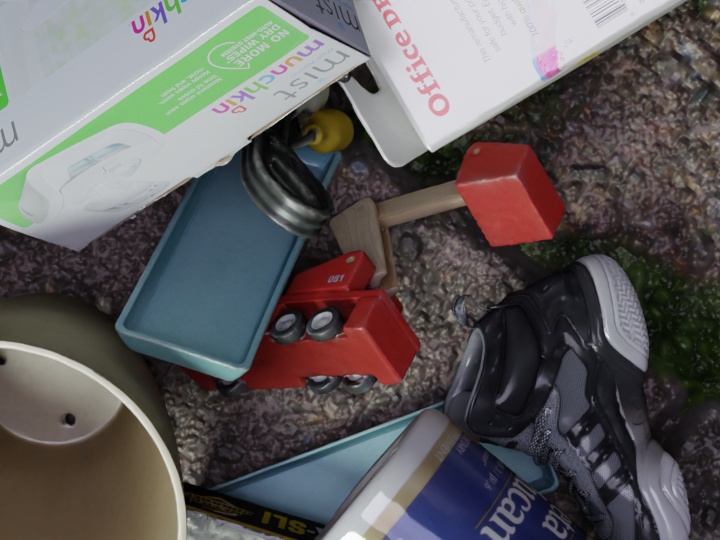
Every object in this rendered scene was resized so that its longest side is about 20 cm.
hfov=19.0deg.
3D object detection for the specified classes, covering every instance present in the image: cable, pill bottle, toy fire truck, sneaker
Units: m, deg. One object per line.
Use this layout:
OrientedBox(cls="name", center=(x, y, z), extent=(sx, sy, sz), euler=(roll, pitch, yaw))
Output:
OrientedBox(cls="cable", center=(-0.045, -0.079, 1.118), extent=(0.097, 0.200, 0.050), euler=(40, 100, -11))
OrientedBox(cls="pill bottle", center=(0.078, 0.175, 1.120), extent=(0.200, 0.111, 0.111), euler=(40, 98, 1))
OrientedBox(cls="toy fire truck", center=(0.000, 0.000, 1.175), extent=(0.199, 0.141, 0.049), euler=(-4, 133, 38))
OrientedBox(cls="sneaker", center=(0.108, 0.098, 1.171), extent=(0.113, 0.075, 0.201), euler=(-11, 88, -12))

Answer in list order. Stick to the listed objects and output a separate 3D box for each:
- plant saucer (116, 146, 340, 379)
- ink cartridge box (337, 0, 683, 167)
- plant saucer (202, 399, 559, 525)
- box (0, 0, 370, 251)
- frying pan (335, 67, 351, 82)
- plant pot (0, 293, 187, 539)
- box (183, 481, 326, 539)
OrientedBox(cls="plant saucer", center=(-0.067, -0.013, 1.137), extent=(0.069, 0.200, 0.019), euler=(17, 127, 4))
OrientedBox(cls="ink cartridge box", center=(0.072, -0.156, 1.139), extent=(0.199, 0.125, 0.129), euler=(-30, 91, 9))
OrientedBox(cls="plant saucer", center=(0.010, 0.125, 1.225), extent=(0.199, 0.019, 0.070), euler=(-21, 93, 6))
OrientedBox(cls="box", center=(-0.116, -0.137, 1.065), extent=(0.199, 0.097, 0.177), euler=(-30, 60, 25))
OrientedBox(cls="frying pan", center=(-0.051, -0.142, 1.121), extent=(0.031, 0.115, 0.191), euler=(-3, 58, -19))
OrientedBox(cls="plant pot", center=(-0.177, 0.088, 1.141), extent=(0.186, 0.200, 0.189), euler=(0, 110, 0))
OrientedBox(cls="box", center=(-0.036, 0.225, 1.211), extent=(0.199, 0.049, 0.161), euler=(18, 100, 0))
